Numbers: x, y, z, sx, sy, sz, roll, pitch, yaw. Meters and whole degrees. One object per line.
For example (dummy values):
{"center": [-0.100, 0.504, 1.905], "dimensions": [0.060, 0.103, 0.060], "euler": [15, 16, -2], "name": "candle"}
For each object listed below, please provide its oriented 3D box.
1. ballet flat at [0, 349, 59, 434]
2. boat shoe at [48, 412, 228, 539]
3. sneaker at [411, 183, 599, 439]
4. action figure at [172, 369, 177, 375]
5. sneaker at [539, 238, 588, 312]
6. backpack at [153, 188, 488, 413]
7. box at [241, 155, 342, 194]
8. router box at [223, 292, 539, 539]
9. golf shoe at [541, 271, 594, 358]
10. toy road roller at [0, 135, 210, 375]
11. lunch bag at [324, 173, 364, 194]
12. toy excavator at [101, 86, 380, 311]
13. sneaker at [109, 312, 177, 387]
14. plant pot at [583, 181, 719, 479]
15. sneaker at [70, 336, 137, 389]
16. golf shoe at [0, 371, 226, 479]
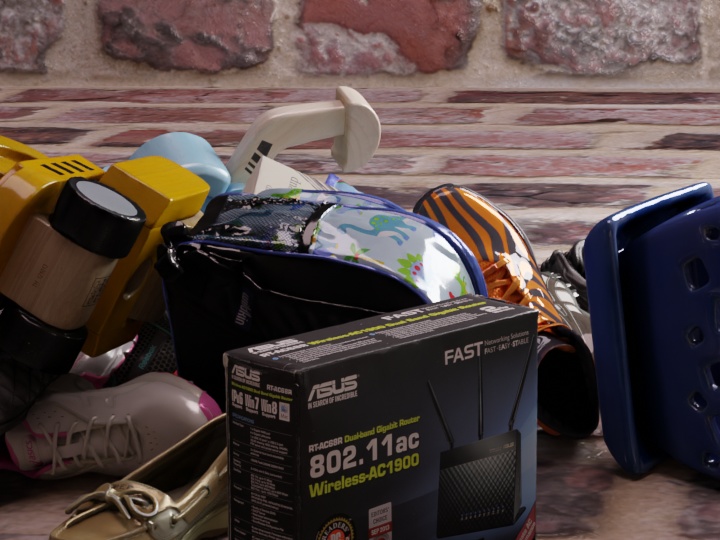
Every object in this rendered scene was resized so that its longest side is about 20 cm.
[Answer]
{"center": [-0.230, 0.052, 1.431], "dimensions": [0.066, 0.057, 0.200], "euler": [-13, 17, 9], "name": "ballet flat"}
{"center": [-0.123, 0.137, 1.278], "dimensions": [0.073, 0.064, 0.200], "euler": [6, 14, 33], "name": "boat shoe"}
{"center": [0.109, 0.029, 1.460], "dimensions": [0.077, 0.200, 0.112], "euler": [-36, 9, -2], "name": "sneaker"}
{"center": [-0.080, 0.055, 1.581], "dimensions": [0.065, 0.099, 0.200], "euler": [30, 24, 14], "name": "action figure"}
{"center": [0.169, 0.018, 1.733], "dimensions": [0.071, 0.099, 0.200], "euler": [-11, 14, -32], "name": "sneaker"}
{"center": [-0.014, 0.035, 1.429], "dimensions": [0.199, 0.184, 0.147], "euler": [7, 32, 20], "name": "backpack"}
{"center": [0.000, 0.000, 1.549], "dimensions": [0.199, 0.069, 0.082], "euler": [23, 37, -11], "name": "box"}
{"center": [0.016, 0.105, 1.204], "dimensions": [0.199, 0.151, 0.062], "euler": [-13, 17, -43], "name": "router box"}
{"center": [0.132, 0.049, 1.643], "dimensions": [0.094, 0.078, 0.200], "euler": [-9, 13, -30], "name": "golf shoe"}
{"center": [-0.204, -0.028, 1.424], "dimensions": [0.146, 0.123, 0.200], "euler": [32, 15, 13], "name": "toy road roller"}
{"center": [0.005, 0.030, 1.640], "dimensions": [0.150, 0.094, 0.200], "euler": [30, 23, -4], "name": "lunch bag"}
{"center": [-0.103, -0.066, 1.618], "dimensions": [0.194, 0.201, 0.100], "euler": [19, 20, -28], "name": "toy excavator"}
{"center": [-0.178, 0.046, 1.689], "dimensions": [0.091, 0.078, 0.200], "euler": [-13, 18, -13], "name": "sneaker"}
{"center": [0.263, 0.035, 1.426], "dimensions": [0.179, 0.201, 0.200], "euler": [-2, 10, 32], "name": "plant pot"}
{"center": [-0.230, 0.034, 1.612], "dimensions": [0.088, 0.081, 0.200], "euler": [37, 11, -29], "name": "sneaker"}
{"center": [-0.177, 0.112, 1.413], "dimensions": [0.199, 0.076, 0.091], "euler": [-2, 17, 38], "name": "golf shoe"}
